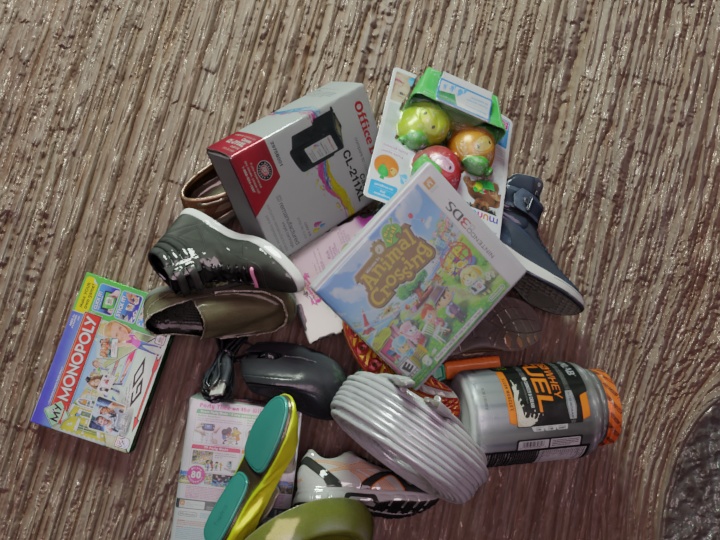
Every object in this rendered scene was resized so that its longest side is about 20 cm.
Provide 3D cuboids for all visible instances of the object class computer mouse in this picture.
[{"bbox_3d":[-0.094,0.130,0.769,0.197,0.139,0.053,20,119,-10],"label":"computer mouse"}]

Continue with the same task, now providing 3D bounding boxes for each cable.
[{"bbox_3d":[0.056,0.196,0.704,0.200,0.199,0.070,45,69,-21],"label":"cable"}]

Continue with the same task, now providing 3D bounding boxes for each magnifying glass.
[{"bbox_3d":[0.095,0.141,0.828,0.197,0.022,0.081,-6,87,-7],"label":"magnifying glass"}]

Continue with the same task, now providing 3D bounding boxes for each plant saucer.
[{"bbox_3d":[-0.067,0.355,0.724,0.197,0.031,0.202,-16,128,-21],"label":"plant saucer"}]

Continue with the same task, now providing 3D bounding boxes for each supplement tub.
[{"bbox_3d":[0.222,0.184,0.781,0.197,0.123,0.125,-4,84,-8],"label":"supplement tub"}]

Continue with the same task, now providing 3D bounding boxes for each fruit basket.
[{"bbox_3d":[0.108,-0.149,0.756,0.183,0.094,0.202,20,58,-11],"label":"fruit basket"}]

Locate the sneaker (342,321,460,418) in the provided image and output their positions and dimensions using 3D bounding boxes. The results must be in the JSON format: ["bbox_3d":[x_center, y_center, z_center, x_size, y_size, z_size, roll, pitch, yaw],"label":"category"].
[{"bbox_3d":[0.043,0.126,0.773,0.073,0.077,0.201,-40,94,-15],"label":"sneaker"}]

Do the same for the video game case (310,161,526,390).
[{"bbox_3d":[0.071,0.009,0.711,0.182,0.022,0.200,44,88,-13],"label":"video game case"}]

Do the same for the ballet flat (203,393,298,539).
[{"bbox_3d":[-0.115,0.241,0.717,0.067,0.067,0.202,27,92,-39],"label":"ballet flat"}]

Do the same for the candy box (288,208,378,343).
[{"bbox_3d":[0.000,0.000,0.815,0.197,0.061,0.138,-19,88,-7],"label":"candy box"}]

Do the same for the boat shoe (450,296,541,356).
[{"bbox_3d":[0.154,0.078,0.815,0.197,0.072,0.077,1,75,-25],"label":"boat shoe"}]

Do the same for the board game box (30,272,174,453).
[{"bbox_3d":[-0.329,0.120,0.795,0.133,0.029,0.203,18,83,-3],"label":"board game box"}]

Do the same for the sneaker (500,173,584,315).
[{"bbox_3d":[0.239,-0.041,0.819,0.201,0.077,0.148,33,63,-16],"label":"sneaker"}]

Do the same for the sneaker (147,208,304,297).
[{"bbox_3d":[-0.165,0.003,0.716,0.198,0.071,0.099,25,55,20],"label":"sneaker"}]

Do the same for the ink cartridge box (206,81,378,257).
[{"bbox_3d":[-0.068,-0.129,0.760,0.199,0.082,0.147,-35,121,-22],"label":"ink cartridge box"}]

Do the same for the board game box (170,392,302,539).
[{"bbox_3d":[-0.157,0.270,0.775,0.145,0.064,0.203,8,85,-4],"label":"board game box"}]

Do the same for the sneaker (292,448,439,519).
[{"bbox_3d":[0.011,0.273,0.784,0.197,0.074,0.081,10,48,-15],"label":"sneaker"}]

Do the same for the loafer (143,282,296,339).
[{"bbox_3d":[-0.178,0.059,0.752,0.197,0.070,0.076,-5,114,2],"label":"loafer"}]

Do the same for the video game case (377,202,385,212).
[{"bbox_3d":[0.121,-0.029,0.803,0.198,0.019,0.145,-11,84,-34],"label":"video game case"}]

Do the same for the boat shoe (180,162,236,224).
[{"bbox_3d":[-0.150,-0.132,0.797,0.199,0.072,0.076,-40,69,-8],"label":"boat shoe"}]
